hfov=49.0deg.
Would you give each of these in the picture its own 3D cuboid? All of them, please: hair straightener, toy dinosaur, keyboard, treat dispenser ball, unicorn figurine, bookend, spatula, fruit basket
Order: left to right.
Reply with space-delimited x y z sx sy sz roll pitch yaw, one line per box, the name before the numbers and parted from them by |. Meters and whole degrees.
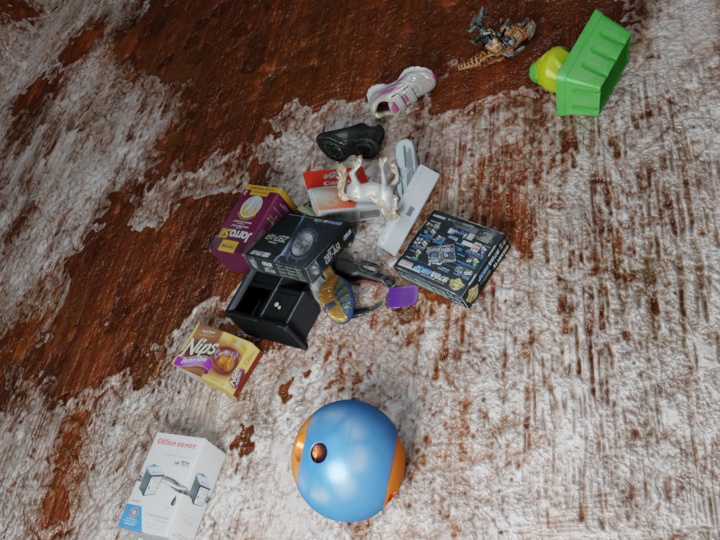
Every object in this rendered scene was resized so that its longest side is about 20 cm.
bookend | -0.167 0.052 1.757 0.197 0.092 0.201 11 63 38
treat dispenser ball | -0.021 0.326 1.358 0.197 0.201 0.204 -18 47 21
hair straightener | 0.000 0.000 1.693 0.198 0.078 0.041 17 54 42
spatula | 0.027 0.076 1.654 0.196 0.021 0.057 -21 41 21
unicorn figurine | 0.034 -0.181 1.743 0.197 0.073 0.141 3 83 36
keyboard | 0.104 -0.132 1.728 0.056 0.011 0.203 30 94 23
toy dinosaur | 0.323 -0.556 1.913 0.196 0.103 0.137 -23 59 -13
fruit basket | 0.455 -0.442 1.699 0.210 0.156 0.220 -6 61 11

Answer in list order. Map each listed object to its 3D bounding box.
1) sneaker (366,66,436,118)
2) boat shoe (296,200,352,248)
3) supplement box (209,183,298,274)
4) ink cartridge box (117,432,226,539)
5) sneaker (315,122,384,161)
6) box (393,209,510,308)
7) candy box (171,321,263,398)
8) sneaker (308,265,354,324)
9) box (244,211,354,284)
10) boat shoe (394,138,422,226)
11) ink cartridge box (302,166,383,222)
sneaker | 0.103 -0.435 1.977 0.197 0.081 0.090 -21 47 31
boat shoe | -0.076 -0.118 1.844 0.066 0.072 0.200 -47 44 -10
supplement box | -0.256 -0.099 1.931 0.129 0.104 0.203 9 62 37
ink cartridge box | -0.378 0.442 1.597 0.144 0.086 0.204 -2 57 33
sneaker | -0.023 -0.329 1.989 0.196 0.077 0.092 8 51 31
box | 0.184 -0.028 1.612 0.198 0.046 0.160 24 72 43
candy box | -0.322 0.198 1.774 0.197 0.057 0.118 16 66 40
sneaker | -0.060 0.052 1.694 0.074 0.089 0.201 -23 47 -9
box | -0.134 -0.053 1.723 0.197 0.044 0.161 12 48 40
boat shoe | 0.116 -0.192 1.778 0.072 0.067 0.205 -3 76 25
ink cartridge box | -0.042 -0.192 1.846 0.158 0.051 0.202 -7 47 -13
